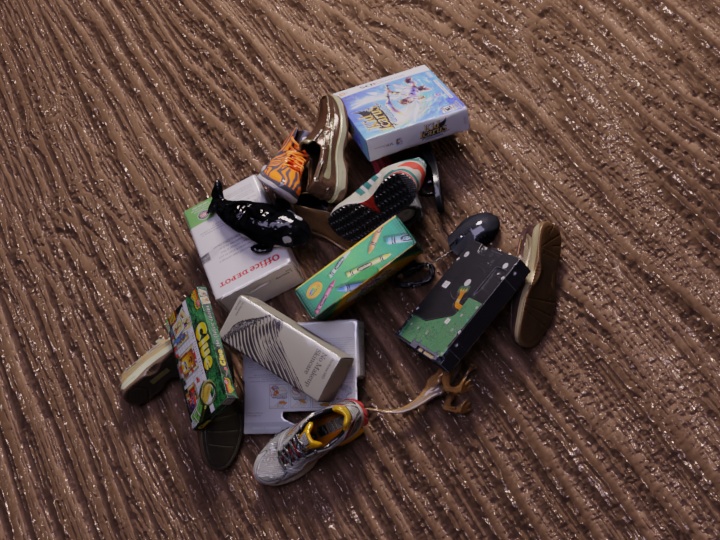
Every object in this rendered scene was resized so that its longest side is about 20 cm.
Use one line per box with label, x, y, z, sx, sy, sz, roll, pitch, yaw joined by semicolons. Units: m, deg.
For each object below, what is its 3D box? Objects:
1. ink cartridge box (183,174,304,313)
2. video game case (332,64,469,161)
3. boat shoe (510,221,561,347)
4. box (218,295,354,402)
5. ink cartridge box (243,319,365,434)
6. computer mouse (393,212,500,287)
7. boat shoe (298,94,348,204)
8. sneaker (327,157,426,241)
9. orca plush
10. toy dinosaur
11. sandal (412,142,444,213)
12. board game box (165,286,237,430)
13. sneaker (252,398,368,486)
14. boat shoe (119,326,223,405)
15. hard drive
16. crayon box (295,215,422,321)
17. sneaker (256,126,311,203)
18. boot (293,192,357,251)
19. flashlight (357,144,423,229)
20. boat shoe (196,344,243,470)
ink cartridge box;-0.201;-0.041;1.602;0.145;0.084;0.201;-26;60;2
video game case;0.065;-0.273;1.587;0.180;0.046;0.200;-20;37;-8
boat shoe;0.257;0.022;1.441;0.072;0.072;0.202;-6;68;49
box;-0.116;0.121;1.445;0.199;0.068;0.083;29;92;19
ink cartridge box;-0.091;0.171;1.488;0.198;0.044;0.175;-4;81;16
computer mouse;0.139;-0.034;1.517;0.199;0.034;0.059;-34;60;1
boat shoe;-0.064;-0.212;1.551;0.074;0.075;0.204;9;60;-23
sneaker;0.033;-0.117;1.494;0.199;0.070;0.094;-32;14;42
orca plush;-0.174;-0.102;1.534;0.199;0.071;0.105;36;73;26
toy dinosaur;0.118;0.179;1.416;0.200;0.061;0.106;-44;40;-15
sandal;0.106;-0.171;1.574;0.048;0.076;0.202;-14;52;3
board game box;-0.252;0.137;1.459;0.105;0.023;0.201;-41;55;32
sneaker;-0.085;0.257;1.408;0.199;0.082;0.078;-37;74;9
boat shoe;-0.325;0.140;1.569;0.199;0.072;0.076;-32;44;-1
hard drive;0.155;0.052;1.427;0.200;0.038;0.140;-50;28;-8
crayon box;0.000;0.000;1.481;0.199;0.119;0.058;-36;80;5
sneaker;-0.118;-0.189;1.591;0.112;0.077;0.200;-54;20;9
boot;-0.026;-0.080;1.570;0.198;0.076;0.074;17;66;21
flashlight;0.043;-0.162;1.579;0.067;0.068;0.201;-5;55;-26
boat shoe;-0.236;0.221;1.502;0.068;0.071;0.202;-22;66;55
